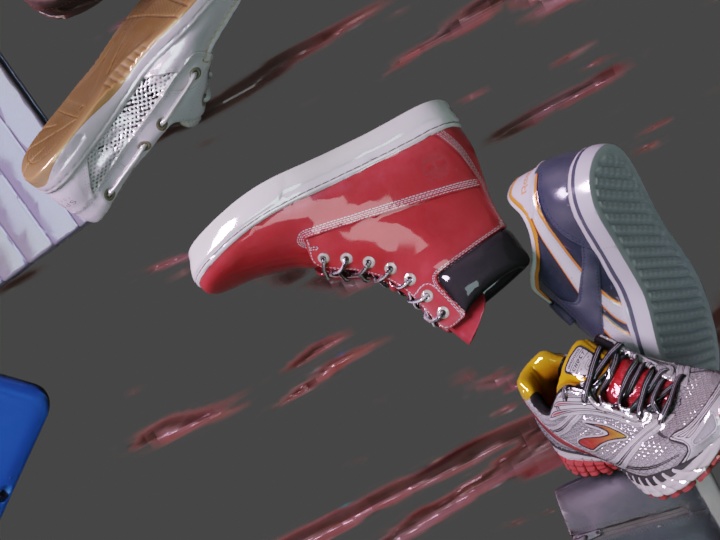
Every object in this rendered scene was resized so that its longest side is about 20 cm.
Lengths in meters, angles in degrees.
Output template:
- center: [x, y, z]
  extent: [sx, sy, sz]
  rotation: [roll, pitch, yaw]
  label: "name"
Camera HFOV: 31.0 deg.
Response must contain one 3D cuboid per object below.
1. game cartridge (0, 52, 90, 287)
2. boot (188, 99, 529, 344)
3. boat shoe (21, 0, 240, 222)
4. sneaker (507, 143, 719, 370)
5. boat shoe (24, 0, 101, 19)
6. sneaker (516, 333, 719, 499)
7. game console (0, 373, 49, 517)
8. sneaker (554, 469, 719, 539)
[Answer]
- center: [-0.272, -0.086, 0.841]
  extent: [0.129, 0.038, 0.201]
  rotation: [-33, 98, 8]
  label: "game cartridge"
- center: [0.000, 0.000, 0.821]
  extent: [0.198, 0.072, 0.146]
  rotation: [-27, 80, 1]
  label: "boot"
- center: [-0.128, -0.119, 0.824]
  extent: [0.201, 0.071, 0.069]
  rotation: [-50, 122, -3]
  label: "boat shoe"
- center: [0.166, 0.008, 0.845]
  extent: [0.079, 0.079, 0.201]
  rotation: [-8, 121, 44]
  label: "sneaker"
- center: [-0.134, -0.233, 0.801]
  extent: [0.070, 0.070, 0.200]
  rotation: [42, 95, -6]
  label: "boat shoe"
- center: [0.159, 0.084, 0.791]
  extent: [0.082, 0.199, 0.078]
  rotation: [46, 68, -13]
  label: "sneaker"
- center: [-0.338, 0.128, 0.881]
  extent: [0.170, 0.118, 0.202]
  rotation: [30, 98, 26]
  label: "game console"
- center: [0.217, 0.208, 0.883]
  extent: [0.105, 0.075, 0.202]
  rotation: [-29, 90, 8]
  label: "sneaker"
